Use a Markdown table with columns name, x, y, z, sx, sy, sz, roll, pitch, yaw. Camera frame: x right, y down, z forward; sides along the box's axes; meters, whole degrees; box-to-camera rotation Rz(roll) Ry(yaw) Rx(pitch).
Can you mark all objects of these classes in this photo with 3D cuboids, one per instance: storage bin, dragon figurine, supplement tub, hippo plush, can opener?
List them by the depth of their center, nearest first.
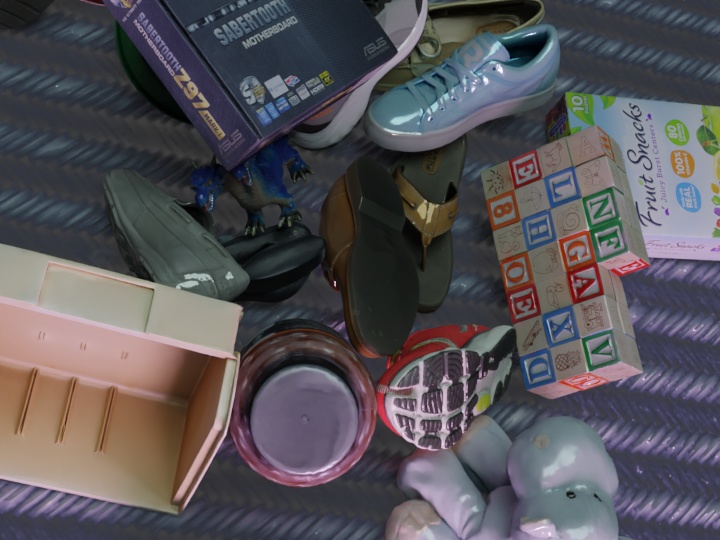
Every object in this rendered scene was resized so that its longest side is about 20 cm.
| name | x | y | z | sx | sy | sz | roll | pitch | yaw |
| --- | --- | --- | --- | --- | --- | --- | --- | --- | --- |
| storage bin | -0.194 | 0.076 | 0.842 | 0.197 | 0.199 | 0.095 | 15 | 60 | -11 |
| supplement tub | -0.043 | 0.091 | 0.875 | 0.105 | 0.200 | 0.109 | 0 | 91 | -4 |
| hippo plush | 0.111 | 0.189 | 0.917 | 0.157 | 0.161 | 0.203 | 12 | 64 | -14 |
| dragon figurine | -0.083 | -0.098 | 0.975 | 0.058 | 0.100 | 0.201 | -10 | 38 | 17 |
| can opener | -0.123 | 0.008 | 0.975 | 0.197 | 0.079 | 0.064 | -19 | 66 | -11 |

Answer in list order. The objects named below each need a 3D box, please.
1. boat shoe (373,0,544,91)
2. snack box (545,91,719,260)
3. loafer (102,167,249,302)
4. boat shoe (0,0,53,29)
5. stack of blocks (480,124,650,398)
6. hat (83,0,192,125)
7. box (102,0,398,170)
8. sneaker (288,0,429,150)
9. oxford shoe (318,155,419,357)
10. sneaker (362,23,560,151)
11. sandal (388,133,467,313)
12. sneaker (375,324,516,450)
| name | x | y | z | sx | sy | sz | roll | pitch | yaw |
| --- | --- | --- | --- | --- | --- | --- | --- | --- | --- |
| boat shoe | 0.076 | -0.218 | 1.136 | 0.198 | 0.063 | 0.074 | -18 | 75 | -24 |
| snack box | 0.279 | -0.086 | 1.154 | 0.197 | 0.053 | 0.144 | 3 | 66 | -17 |
| loafer | -0.144 | -0.024 | 0.933 | 0.069 | 0.071 | 0.200 | -21 | 40 | -18 |
| boat shoe | -0.244 | -0.281 | 1.012 | 0.198 | 0.075 | 0.074 | -29 | 58 | 5 |
| stack of blocks | 0.181 | -0.006 | 1.046 | 0.058 | 0.114 | 0.203 | 22 | 53 | -56 |
| hat | -0.111 | -0.188 | 0.964 | 0.198 | 0.176 | 0.167 | -27 | 106 | -10 |
| box | -0.077 | -0.185 | 0.922 | 0.158 | 0.051 | 0.200 | 53 | 42 | -2 |
| sneaker | -0.005 | -0.200 | 1.053 | 0.073 | 0.080 | 0.202 | 19 | 68 | 31 |
| oxford shoe | 0.000 | 0.000 | 0.992 | 0.071 | 0.071 | 0.202 | 33 | 34 | -29 |
| sneaker | 0.090 | -0.171 | 1.081 | 0.198 | 0.083 | 0.074 | -24 | 53 | -24 |
| sandal | 0.060 | -0.061 | 1.067 | 0.081 | 0.055 | 0.202 | 22 | 61 | -10 |
| sneaker | 0.053 | 0.084 | 0.958 | 0.084 | 0.199 | 0.078 | 10 | 101 | 27 |
